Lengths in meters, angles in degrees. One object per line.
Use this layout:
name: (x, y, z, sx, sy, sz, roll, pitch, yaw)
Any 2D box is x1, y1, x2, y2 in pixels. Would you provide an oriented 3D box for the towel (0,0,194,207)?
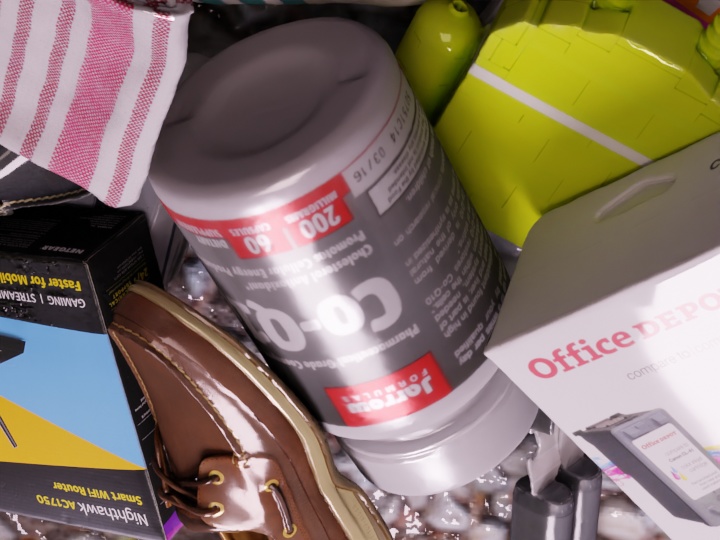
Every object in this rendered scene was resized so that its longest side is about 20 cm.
towel: (-0.160, -0.101, 0.768, 0.200, 0.030, 0.146, 29, 152, 2)

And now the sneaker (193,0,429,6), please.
sneaker: (-0.051, -0.150, 0.905, 0.200, 0.093, 0.070, 3, 85, -22)

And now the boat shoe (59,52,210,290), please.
boat shoe: (-0.106, -0.018, 0.970, 0.074, 0.065, 0.200, 40, 135, 9)

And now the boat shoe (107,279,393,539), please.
boat shoe: (-0.055, 0.086, 0.916, 0.068, 0.072, 0.200, -47, 131, -17)

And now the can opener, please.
can opener: (0.089, 0.110, 1.040, 0.066, 0.053, 0.200, 18, 122, 35)

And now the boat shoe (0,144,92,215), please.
boat shoe: (-0.180, -0.037, 0.891, 0.200, 0.068, 0.072, -5, 136, 30)

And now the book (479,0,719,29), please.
book: (0.153, -0.136, 0.904, 0.134, 0.048, 0.200, 32, 119, -10)

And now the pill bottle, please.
pill bottle: (0.000, 0.000, 0.902, 0.114, 0.114, 0.200, -20, 128, 14)

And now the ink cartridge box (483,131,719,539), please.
ink cartridge box: (0.174, 0.049, 0.881, 0.200, 0.086, 0.148, 43, 136, -21)

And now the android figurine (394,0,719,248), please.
android figurine: (0.096, -0.056, 0.907, 0.182, 0.041, 0.200, 27, 141, -2)

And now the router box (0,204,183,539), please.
router box: (-0.173, 0.040, 0.974, 0.200, 0.051, 0.149, 6, 122, 32)
